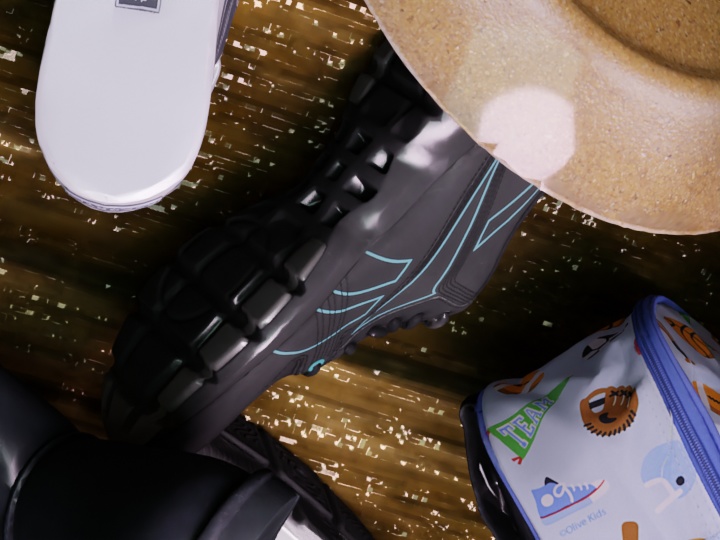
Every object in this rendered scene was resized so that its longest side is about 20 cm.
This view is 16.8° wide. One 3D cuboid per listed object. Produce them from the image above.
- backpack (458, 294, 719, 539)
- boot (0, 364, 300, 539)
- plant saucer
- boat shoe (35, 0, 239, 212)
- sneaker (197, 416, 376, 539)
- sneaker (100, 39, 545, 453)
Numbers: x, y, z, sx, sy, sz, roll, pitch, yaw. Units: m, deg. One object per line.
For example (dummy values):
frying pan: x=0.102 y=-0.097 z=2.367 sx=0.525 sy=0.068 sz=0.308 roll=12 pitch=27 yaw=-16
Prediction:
backpack: x=0.123 y=0.101 z=0.823 sx=0.154 sy=0.200 sz=0.191 roll=-35 pitch=73 yaw=5
boot: x=-0.115 y=0.059 z=0.755 sx=0.168 sy=0.200 sz=0.076 roll=37 pitch=72 yaw=-2
plant saucer: x=0.078 y=-0.108 z=0.740 sx=0.200 sy=0.200 sz=0.035 roll=32 pitch=139 yaw=-20
boat shoe: x=-0.060 y=-0.116 z=0.776 sx=0.072 sy=0.068 sz=0.200 roll=10 pitch=88 yaw=-6
sneaker: x=-0.033 y=0.142 z=0.880 sx=0.115 sy=0.076 sz=0.201 roll=-42 pitch=115 yaw=6
sneaker: x=0.000 y=0.000 z=0.819 sx=0.200 sy=0.075 sz=0.079 roll=-44 pitch=125 yaw=-4
